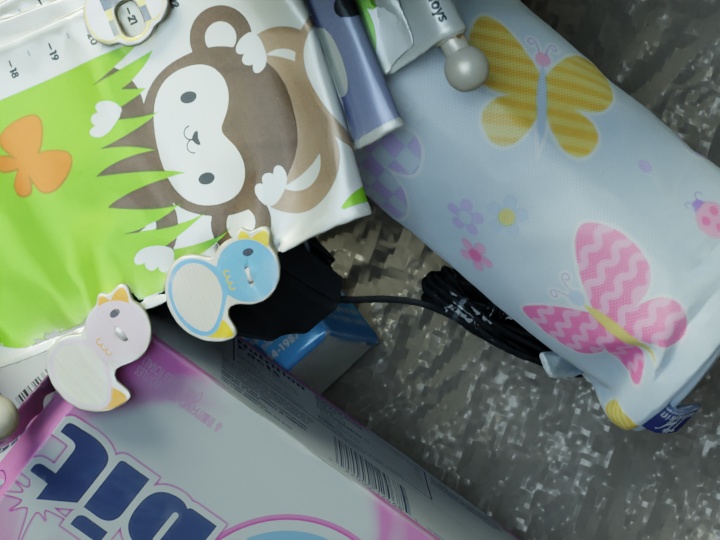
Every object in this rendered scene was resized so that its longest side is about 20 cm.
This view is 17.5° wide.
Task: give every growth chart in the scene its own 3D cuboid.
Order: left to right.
[{"bbox_3d":[-0.061,-0.052,0.698,0.199,0.018,0.145,-34,84,8],"label":"growth chart"}]

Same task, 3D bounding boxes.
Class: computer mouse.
[{"bbox_3d":[0.000,0.000,0.765,0.034,0.199,0.059,-66,30,23],"label":"computer mouse"}]

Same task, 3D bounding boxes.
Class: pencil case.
[{"bbox_3d":[0.041,-0.037,0.743,0.200,0.091,0.083,41,60,1],"label":"pencil case"}]

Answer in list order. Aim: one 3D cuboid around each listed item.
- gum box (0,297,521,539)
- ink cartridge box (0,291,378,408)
[{"bbox_3d":[-0.036,0.101,0.766,0.200,0.066,0.114,37,101,-13],"label":"gum box"},{"bbox_3d":[-0.102,-0.016,0.841,0.115,0.068,0.200,-41,76,10],"label":"ink cartridge box"}]
